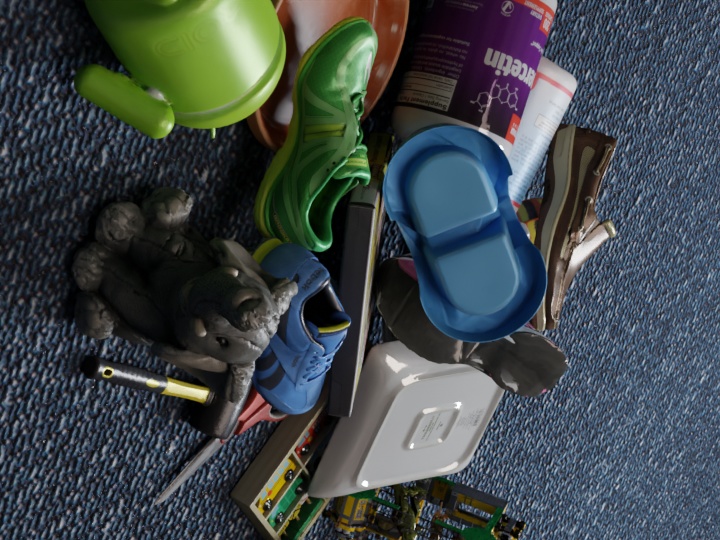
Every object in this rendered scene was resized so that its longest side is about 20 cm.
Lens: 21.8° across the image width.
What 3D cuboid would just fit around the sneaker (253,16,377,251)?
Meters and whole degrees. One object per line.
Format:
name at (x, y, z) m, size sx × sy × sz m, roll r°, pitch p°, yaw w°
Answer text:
sneaker at (-0.019, -0.107, 1.516) m, size 0.074 × 0.084 × 0.200 m, roll -3°, pitch 115°, yaw -56°

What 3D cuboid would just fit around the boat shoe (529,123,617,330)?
boat shoe at (0.205, -0.040, 1.772) m, size 0.075 × 0.075 × 0.202 m, roll 54°, pitch 45°, yaw -80°

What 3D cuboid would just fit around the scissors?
scissors at (-0.118, 0.137, 1.685) m, size 0.200 × 0.014 × 0.073 m, roll -32°, pitch 140°, yaw -41°

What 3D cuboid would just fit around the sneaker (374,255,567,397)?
sneaker at (0.090, 0.047, 1.710) m, size 0.200 × 0.086 × 0.080 m, roll 35°, pitch 99°, yaw -23°

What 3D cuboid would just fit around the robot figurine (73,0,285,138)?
robot figurine at (-0.122, -0.179, 1.327) m, size 0.176 × 0.116 × 0.200 m, roll -62°, pitch 152°, yaw -20°

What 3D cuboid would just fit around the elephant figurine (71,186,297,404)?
elephant figurine at (-0.114, 0.033, 1.418) m, size 0.155 × 0.200 × 0.142 m, roll -22°, pitch 130°, yaw -50°

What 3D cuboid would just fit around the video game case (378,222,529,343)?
video game case at (0.090, 0.041, 1.778) m, size 0.143 × 0.018 × 0.200 m, roll -15°, pitch 142°, yaw -9°

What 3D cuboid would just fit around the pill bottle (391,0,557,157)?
pill bottle at (0.096, -0.169, 1.658) m, size 0.112 × 0.112 × 0.200 m, roll 21°, pitch 85°, yaw -60°

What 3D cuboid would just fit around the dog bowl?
dog bowl at (0.087, -0.037, 1.604) m, size 0.111 × 0.050 × 0.200 m, roll -21°, pitch 111°, yaw 2°

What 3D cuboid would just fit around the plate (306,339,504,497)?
plate at (0.063, 0.142, 1.801) m, size 0.200 × 0.032 × 0.200 m, roll -7°, pitch 133°, yaw -37°

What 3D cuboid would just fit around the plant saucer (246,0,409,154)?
plant saucer at (-0.032, -0.190, 1.548) m, size 0.200 × 0.032 × 0.200 m, roll -36°, pitch 140°, yaw -38°

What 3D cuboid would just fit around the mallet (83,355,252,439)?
mallet at (-0.166, 0.106, 1.565) m, size 0.200 × 0.041 × 0.066 m, roll 9°, pitch 102°, yaw -55°

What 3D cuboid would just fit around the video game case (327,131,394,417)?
video game case at (0.000, 0.000, 1.651) m, size 0.181 × 0.025 × 0.200 m, roll -76°, pitch 173°, yaw -65°

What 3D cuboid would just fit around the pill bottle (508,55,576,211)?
pill bottle at (0.116, -0.113, 1.762) m, size 0.109 × 0.109 × 0.200 m, roll 24°, pitch 91°, yaw -60°

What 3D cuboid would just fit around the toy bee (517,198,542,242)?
toy bee at (0.115, -0.008, 1.846) m, size 0.200 × 0.131 × 0.109 m, roll -51°, pitch 125°, yaw -2°

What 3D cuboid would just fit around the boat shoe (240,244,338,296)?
boat shoe at (-0.079, 0.020, 1.605) m, size 0.200 × 0.062 × 0.073 m, roll 31°, pitch 82°, yaw -60°

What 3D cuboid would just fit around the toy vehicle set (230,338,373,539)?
toy vehicle set at (-0.040, 0.169, 1.814) m, size 0.200 × 0.027 × 0.124 m, roll -54°, pitch 149°, yaw -16°

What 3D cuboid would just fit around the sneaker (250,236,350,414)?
sneaker at (-0.047, 0.061, 1.547) m, size 0.066 × 0.078 × 0.200 m, roll -45°, pitch 148°, yaw -32°

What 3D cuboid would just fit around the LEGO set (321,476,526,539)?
LEGO set at (0.057, 0.280, 1.906) m, size 0.154 × 0.200 × 0.116 m, roll -60°, pitch 166°, yaw -69°
